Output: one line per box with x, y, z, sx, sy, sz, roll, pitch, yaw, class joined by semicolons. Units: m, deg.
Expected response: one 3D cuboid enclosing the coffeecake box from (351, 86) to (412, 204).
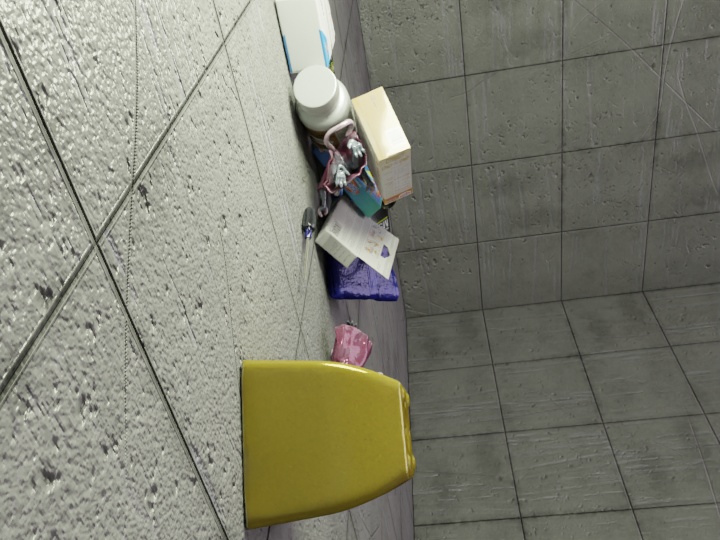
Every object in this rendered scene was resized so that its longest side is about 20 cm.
0.048;-0.257;1.438;0.200;0.072;0.156;76;-8;-70;coffeecake box

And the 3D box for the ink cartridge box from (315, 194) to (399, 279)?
-0.003;-0.067;1.531;0.175;0.045;0.201;39;28;-10;ink cartridge box

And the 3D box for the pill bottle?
-0.074;-0.335;1.411;0.200;0.112;0.117;54;30;-75;pill bottle

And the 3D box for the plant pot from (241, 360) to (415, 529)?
-0.031;0.220;0.889;0.194;0.196;0.199;61;24;-73;plant pot

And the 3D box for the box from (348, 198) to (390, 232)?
0.013;-0.109;1.831;0.199;0.047;0.197;-33;122;-50;box

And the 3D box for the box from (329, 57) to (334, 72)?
-0.105;-0.545;1.648;0.201;0.043;0.163;-79;162;-67;box

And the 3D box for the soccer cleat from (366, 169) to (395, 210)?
0.013;-0.231;1.759;0.199;0.065;0.084;34;28;-31;soccer cleat

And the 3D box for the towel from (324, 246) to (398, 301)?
0.000;0.000;1.591;0.198;0.049;0.151;4;72;-42;towel

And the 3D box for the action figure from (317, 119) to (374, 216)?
-0.053;-0.209;1.442;0.151;0.132;0.200;65;-9;-3;action figure

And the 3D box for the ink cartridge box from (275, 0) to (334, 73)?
-0.109;-0.512;1.404;0.201;0.083;0.147;-86;167;-57;ink cartridge box

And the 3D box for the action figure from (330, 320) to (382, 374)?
-0.041;0.211;1.393;0.149;0.133;0.202;-39;-152;46;action figure

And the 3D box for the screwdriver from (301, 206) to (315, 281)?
-0.101;-0.048;1.285;0.029;0.027;0.202;118;-19;-45;screwdriver

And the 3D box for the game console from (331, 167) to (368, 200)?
-0.019;-0.262;1.791;0.172;0.116;0.203;-88;169;-53;game console

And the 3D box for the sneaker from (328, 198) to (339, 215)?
-0.033;-0.077;1.656;0.077;0.079;0.204;-61;143;-75;sneaker

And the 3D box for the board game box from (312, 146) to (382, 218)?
-0.025;-0.231;1.617;0.200;0.045;0.152;49;16;-11;board game box
